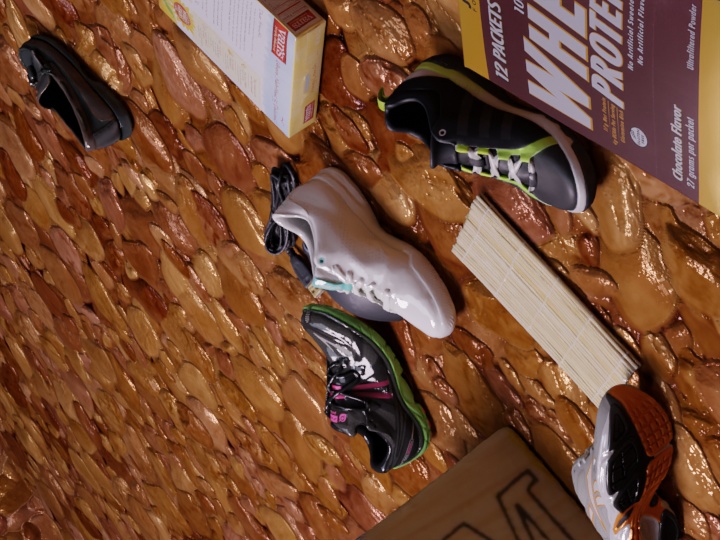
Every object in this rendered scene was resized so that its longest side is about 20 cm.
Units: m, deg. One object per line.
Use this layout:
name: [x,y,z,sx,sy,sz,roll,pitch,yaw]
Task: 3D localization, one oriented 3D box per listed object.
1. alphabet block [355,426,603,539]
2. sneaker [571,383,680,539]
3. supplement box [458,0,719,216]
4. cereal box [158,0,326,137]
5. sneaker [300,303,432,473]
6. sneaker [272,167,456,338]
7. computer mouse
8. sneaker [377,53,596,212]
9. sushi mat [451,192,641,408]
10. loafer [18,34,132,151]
alphabet block: [0.108,0.302,1.681,0.197,0.200,0.196,50,156,13]
sneaker: [0.207,0.164,1.484,0.092,0.075,0.201,38,149,43]
supplement box: [0.186,-0.167,0.951,0.200,0.197,0.133,36,149,38]
cereal box: [-0.111,-0.232,1.608,0.200,0.039,0.144,45,154,21]
sneaker: [-0.002,0.119,1.780,0.201,0.084,0.077,57,156,-16]
sneaker: [0.000,0.000,1.635,0.200,0.088,0.075,46,153,20]
computer mouse: [-0.037,0.001,1.755,0.200,0.046,0.141,46,153,21]
sneaker: [0.091,-0.090,1.360,0.200,0.083,0.072,37,150,35]
sushi mat: [0.151,0.028,1.485,0.200,0.012,0.096,48,155,17]
loafer: [-0.341,-0.204,2.038,0.200,0.063,0.072,39,151,33]
